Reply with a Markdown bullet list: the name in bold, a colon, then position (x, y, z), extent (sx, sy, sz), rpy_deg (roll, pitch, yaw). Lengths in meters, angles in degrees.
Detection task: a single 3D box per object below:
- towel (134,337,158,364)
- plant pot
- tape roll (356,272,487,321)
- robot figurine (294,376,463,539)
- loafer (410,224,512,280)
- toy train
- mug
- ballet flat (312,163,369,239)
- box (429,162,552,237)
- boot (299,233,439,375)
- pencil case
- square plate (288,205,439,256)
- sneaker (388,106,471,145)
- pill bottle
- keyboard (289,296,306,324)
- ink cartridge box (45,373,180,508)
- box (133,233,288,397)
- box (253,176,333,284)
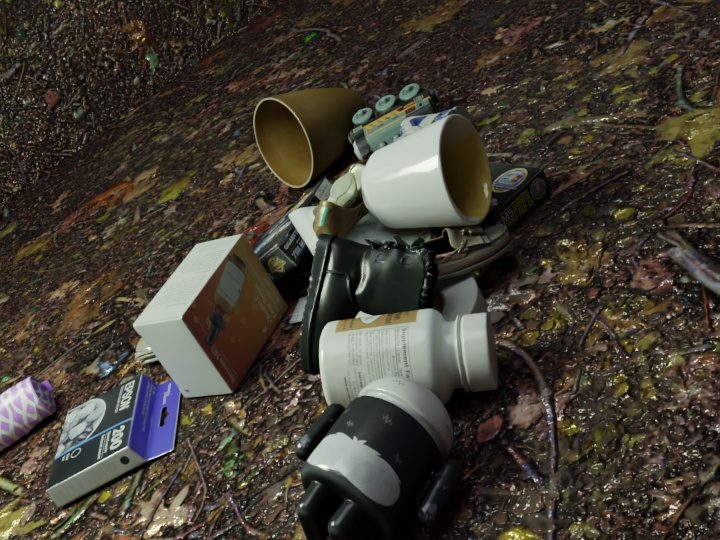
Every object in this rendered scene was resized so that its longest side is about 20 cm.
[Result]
- **towel**: position (-0.307, 0.085, 1.645), extent (0.131, 0.035, 0.201), rpy_deg (-17, 29, 24)
- **plant pot**: position (-0.085, -0.295, 1.926), extent (0.199, 0.189, 0.185), rpy_deg (-32, 24, -33)
- **tape roll**: position (0.073, 0.073, 1.272), extent (0.201, 0.037, 0.204), rpy_deg (-24, 27, 13)
- **robot figurine**: position (0.016, 0.208, 1.009), extent (0.200, 0.150, 0.125), rpy_deg (-49, 5, -31)
- **loafer**: position (0.112, -0.025, 1.281), extent (0.198, 0.064, 0.072), rpy_deg (-24, 21, -9)
- **toy train**: position (0.067, -0.286, 1.842), extent (0.198, 0.086, 0.115), rpy_deg (-26, 37, 11)
- **mug**: position (0.093, -0.114, 1.334), extent (0.151, 0.187, 0.151), rpy_deg (-11, 46, 33)
- **ballet flat**: position (-0.013, -0.110, 1.364), extent (0.067, 0.073, 0.200), rpy_deg (16, 31, 20)
- **box**: position (0.171, -0.101, 1.455), extent (0.160, 0.045, 0.199), rpy_deg (-42, 29, -18)
- **boot**: position (0.012, 0.048, 1.223), extent (0.160, 0.202, 0.073), rpy_deg (9, 0, 14)
- **pencil case**: position (-0.619, 0.263, 1.617), extent (0.198, 0.085, 0.085), rpy_deg (-32, 3, -5)
- **square plate**: position (0.013, -0.057, 1.378), extent (0.195, 0.029, 0.200), rpy_deg (-7, 31, -19)
- **sneaker**: position (0.101, -0.227, 1.717), extent (0.199, 0.081, 0.115), rpy_deg (-37, 23, -27)
- **pill bottle**: position (0.059, 0.106, 1.122), extent (0.197, 0.116, 0.115), rpy_deg (-8, 32, 13)
- **keyboard**: position (-0.022, 0.044, 1.445), extent (0.198, 0.011, 0.057), rpy_deg (-14, 31, 30)
- **ink cartridge box**: position (-0.368, 0.241, 1.433), extent (0.198, 0.044, 0.199), rpy_deg (-26, 27, 6)
- **box**: position (-0.224, 0.069, 1.452), extent (0.105, 0.153, 0.201), rpy_deg (-10, 34, 33)
- **box**: position (-0.135, -0.042, 1.593), extent (0.199, 0.050, 0.199), rpy_deg (-36, 15, 44)
